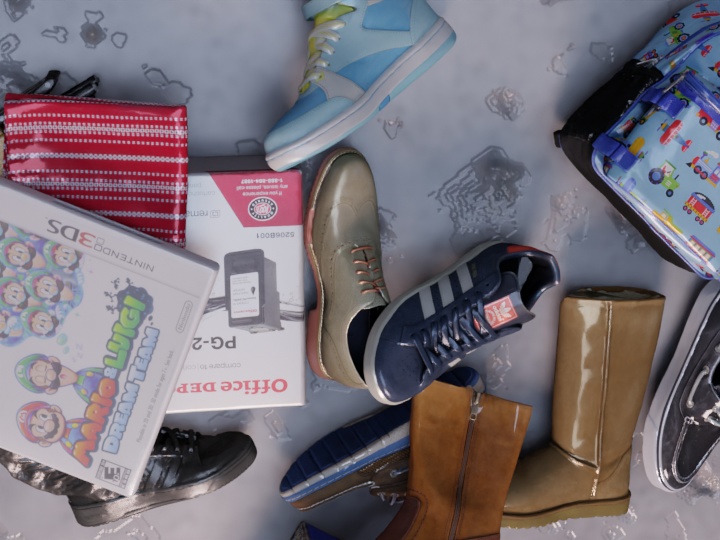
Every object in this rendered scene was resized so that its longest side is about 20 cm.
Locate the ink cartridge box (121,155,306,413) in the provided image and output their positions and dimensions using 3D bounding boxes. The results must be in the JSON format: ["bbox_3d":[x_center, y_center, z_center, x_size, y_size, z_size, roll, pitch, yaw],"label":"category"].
[{"bbox_3d":[-0.118,0.012,1.164,0.145,0.083,0.201,-3,104,-7],"label":"ink cartridge box"}]

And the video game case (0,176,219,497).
[{"bbox_3d":[-0.225,0.053,1.091,0.182,0.024,0.201,21,104,-2],"label":"video game case"}]

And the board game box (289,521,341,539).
[{"bbox_3d":[-0.029,0.354,1.256,0.159,0.097,0.200,29,98,-14],"label":"board game box"}]

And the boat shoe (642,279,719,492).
[{"bbox_3d":[0.310,0.108,1.251,0.072,0.068,0.201,14,100,-35],"label":"boat shoe"}]

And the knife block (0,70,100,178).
[{"bbox_3d":[-0.269,-0.065,1.133,0.175,0.064,0.201,14,102,-11],"label":"knife block"}]

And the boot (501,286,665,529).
[{"bbox_3d":[0.174,0.115,1.240,0.175,0.066,0.201,-2,106,-27],"label":"boot"}]

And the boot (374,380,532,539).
[{"bbox_3d":[0.038,0.185,1.163,0.188,0.068,0.201,11,85,-6],"label":"boot"}]

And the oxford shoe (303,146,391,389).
[{"bbox_3d":[0.000,0.000,1.173,0.071,0.074,0.201,-12,108,-33],"label":"oxford shoe"}]

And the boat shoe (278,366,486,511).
[{"bbox_3d":[0.028,0.162,1.229,0.200,0.072,0.073,-28,108,-1],"label":"boat shoe"}]

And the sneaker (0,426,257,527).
[{"bbox_3d":[-0.196,0.149,1.200,0.199,0.060,0.105,-20,111,0],"label":"sneaker"}]

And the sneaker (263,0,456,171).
[{"bbox_3d":[-0.029,-0.175,1.115,0.200,0.079,0.131,-43,103,-29],"label":"sneaker"}]

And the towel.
[{"bbox_3d":[-0.205,-0.031,1.093,0.144,0.022,0.201,4,104,2],"label":"towel"}]

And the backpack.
[{"bbox_3d":[0.291,-0.115,1.167,0.200,0.135,0.183,-46,106,2],"label":"backpack"}]

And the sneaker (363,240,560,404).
[{"bbox_3d":[0.087,0.038,1.154,0.200,0.084,0.075,-42,118,-32],"label":"sneaker"}]
